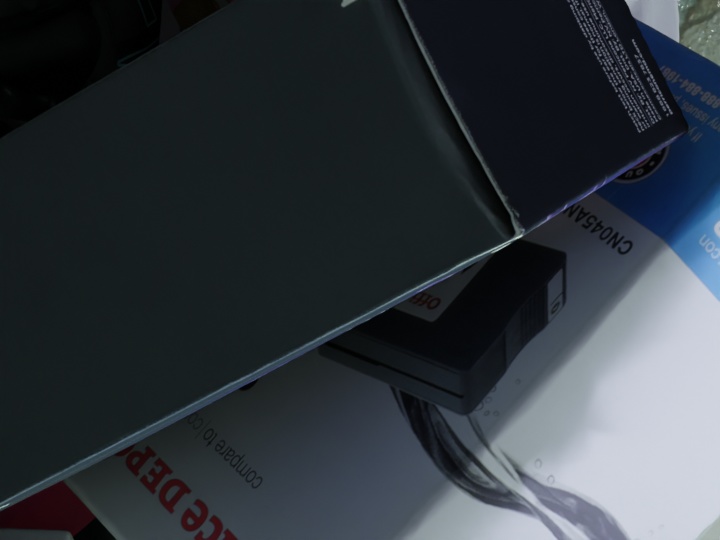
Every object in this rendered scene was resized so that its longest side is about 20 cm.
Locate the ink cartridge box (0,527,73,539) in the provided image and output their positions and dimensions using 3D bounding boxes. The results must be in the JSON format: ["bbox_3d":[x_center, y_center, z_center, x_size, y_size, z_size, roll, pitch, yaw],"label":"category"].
[{"bbox_3d":[-0.140,0.130,0.794,0.200,0.115,0.068,-63,146,-46],"label":"ink cartridge box"}]

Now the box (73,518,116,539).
[{"bbox_3d":[-0.117,0.173,1.060,0.159,0.046,0.201,-49,139,-27],"label":"box"}]

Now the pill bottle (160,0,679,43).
[{"bbox_3d":[0.001,-0.076,1.015,0.199,0.111,0.111,-8,-136,41],"label":"pill bottle"}]

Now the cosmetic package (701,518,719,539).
[{"bbox_3d":[0.031,0.103,0.860,0.073,0.103,0.201,48,63,-38],"label":"cosmetic package"}]

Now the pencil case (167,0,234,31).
[{"bbox_3d":[0.019,-0.134,0.797,0.200,0.082,0.087,-52,-156,40],"label":"pencil case"}]

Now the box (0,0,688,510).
[{"bbox_3d":[-0.038,-0.011,0.713,0.199,0.079,0.141,-28,178,25],"label":"box"}]

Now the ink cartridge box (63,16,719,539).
[{"bbox_3d":[0.029,0.028,0.803,0.200,0.084,0.145,-48,-144,-3],"label":"ink cartridge box"}]

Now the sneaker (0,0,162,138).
[{"bbox_3d":[-0.081,-0.064,0.878,0.200,0.075,0.080,82,30,-83],"label":"sneaker"}]

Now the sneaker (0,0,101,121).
[{"bbox_3d":[-0.076,-0.108,0.748,0.200,0.075,0.114,-55,171,-54],"label":"sneaker"}]

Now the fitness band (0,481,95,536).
[{"bbox_3d":[-0.092,0.027,0.955,0.144,0.037,0.200,-44,-163,6],"label":"fitness band"}]
